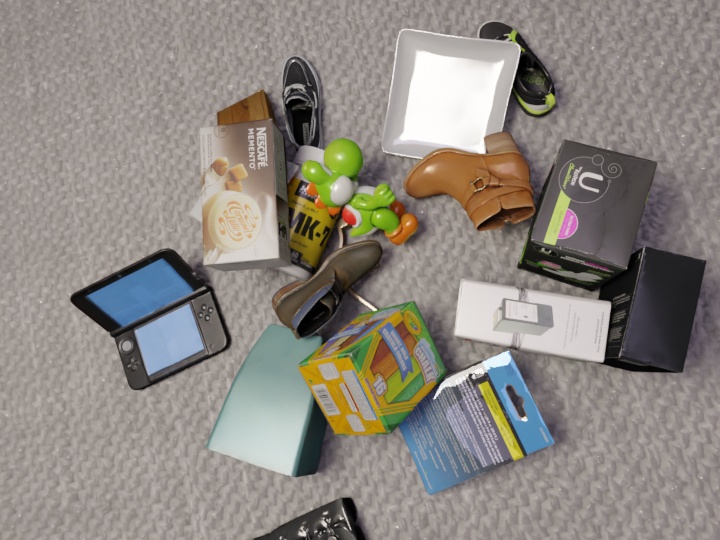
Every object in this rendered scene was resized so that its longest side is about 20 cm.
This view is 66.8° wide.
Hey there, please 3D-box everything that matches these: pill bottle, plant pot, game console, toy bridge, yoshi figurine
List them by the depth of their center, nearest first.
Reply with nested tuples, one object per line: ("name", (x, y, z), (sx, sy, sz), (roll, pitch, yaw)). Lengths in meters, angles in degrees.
("plant pot", (-0.120, 0.195, 0.847), (0.140, 0.141, 0.202), (12, 75, 12))
("yoshi figurine", (0.006, -0.131, 0.847), (0.112, 0.199, 0.113), (-24, 46, 44))
("pill bottle", (-0.097, -0.094, 0.904), (0.113, 0.114, 0.202), (21, 85, 13))
("toy bridge", (0.000, 0.000, 0.914), (0.067, 0.027, 0.201), (-27, 77, 6))
("game console", (-0.351, 0.088, 0.917), (0.199, 0.119, 0.174), (-25, 76, 6))

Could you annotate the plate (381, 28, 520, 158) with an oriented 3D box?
("plate", (0.145, -0.280, 0.904), (0.198, 0.032, 0.201), (13, 109, 12))

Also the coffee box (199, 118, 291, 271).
("coffee box", (-0.166, -0.106, 0.798), (0.113, 0.080, 0.202), (-4, 83, 7))

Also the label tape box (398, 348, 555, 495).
("label tape box", (0.163, 0.222, 0.811), (0.199, 0.063, 0.145), (-28, 76, 14))

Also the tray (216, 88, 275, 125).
("tray", (-0.194, -0.236, 0.933), (0.098, 0.037, 0.201), (-25, 42, 5))

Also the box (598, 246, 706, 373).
("box", (0.377, 0.061, 0.743), (0.078, 0.200, 0.143), (12, 83, 13))

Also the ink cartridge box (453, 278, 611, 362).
("ink cartridge box", (0.239, 0.075, 0.795), (0.198, 0.145, 0.085), (9, 83, 12))

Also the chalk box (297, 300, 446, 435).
("chalk box", (0.033, 0.131, 0.801), (0.123, 0.200, 0.126), (-19, 102, 46))

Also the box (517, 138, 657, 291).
("box", (0.311, -0.069, 0.779), (0.123, 0.200, 0.150), (18, 84, 13))

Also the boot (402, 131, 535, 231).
("boot", (0.163, -0.121, 0.844), (0.199, 0.074, 0.156), (-22, 54, 22))

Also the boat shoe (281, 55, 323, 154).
("boat shoe", (-0.108, -0.298, 0.966), (0.071, 0.068, 0.202), (-7, 79, 9))

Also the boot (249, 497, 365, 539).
("boot", (-0.078, 0.462, 0.833), (0.199, 0.066, 0.166), (-24, 78, 1))

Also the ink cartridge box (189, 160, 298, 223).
("ink cartridge box", (-0.189, -0.124, 0.918), (0.199, 0.047, 0.161), (29, 85, 42))

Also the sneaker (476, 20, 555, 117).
("sneaker", (0.264, -0.347, 0.897), (0.071, 0.083, 0.201), (-33, 76, 3))

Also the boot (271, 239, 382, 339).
("boot", (-0.037, 0.032, 0.840), (0.199, 0.075, 0.097), (-34, 35, -4))
